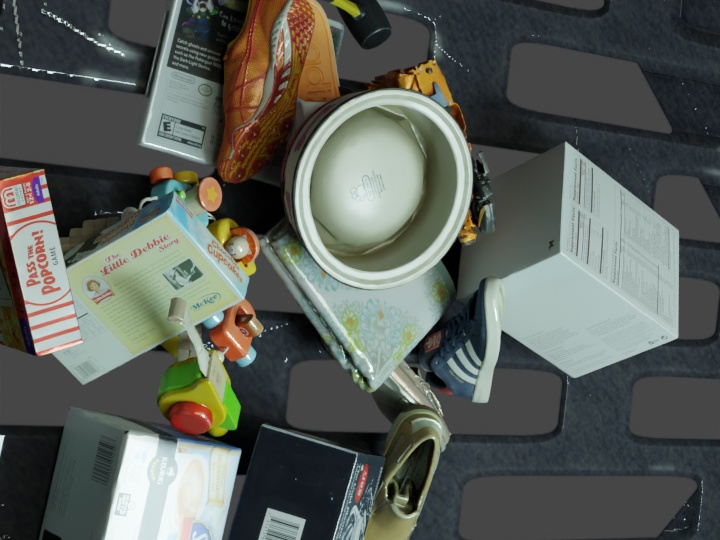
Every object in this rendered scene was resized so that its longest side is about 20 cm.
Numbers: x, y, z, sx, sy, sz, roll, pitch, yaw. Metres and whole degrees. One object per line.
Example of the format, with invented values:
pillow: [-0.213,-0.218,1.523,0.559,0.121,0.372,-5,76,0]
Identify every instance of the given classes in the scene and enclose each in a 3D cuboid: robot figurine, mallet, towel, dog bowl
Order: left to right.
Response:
mallet: [-0.032,-0.280,1.627,0.041,0.066,0.200,-35,155,16]
towel: [0.000,0.000,1.699,0.171,0.048,0.200,-44,105,-37]
dog bowl: [0.009,-0.086,1.611,0.199,0.074,0.201,-8,108,-26]
robot figurine: [0.075,-0.118,1.720,0.058,0.145,0.201,-23,99,-24]

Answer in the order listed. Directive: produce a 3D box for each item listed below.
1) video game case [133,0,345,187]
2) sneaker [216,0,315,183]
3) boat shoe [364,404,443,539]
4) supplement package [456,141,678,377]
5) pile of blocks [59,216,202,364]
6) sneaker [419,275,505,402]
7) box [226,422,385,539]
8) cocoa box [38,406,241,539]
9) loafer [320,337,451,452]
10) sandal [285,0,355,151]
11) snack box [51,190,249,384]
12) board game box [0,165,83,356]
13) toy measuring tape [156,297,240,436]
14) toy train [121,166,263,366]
video game case: [-0.119,-0.190,1.646,0.199,0.023,0.183,15,87,-34]
sneaker: [-0.103,-0.184,1.611,0.073,0.077,0.201,4,108,-55]
boat shoe: [0.038,0.243,1.728,0.071,0.076,0.201,10,113,-12]
supplement package: [0.231,-0.008,1.796,0.200,0.152,0.151,33,49,-32]
pile of blocks: [-0.221,0.016,1.585,0.200,0.082,0.062,53,24,-36]
sneaker: [0.106,0.075,1.742,0.084,0.200,0.075,9,52,3]
box: [-0.060,0.264,1.627,0.104,0.182,0.201,15,86,11]
cocoa box: [-0.217,0.246,1.555,0.131,0.133,0.201,14,87,-35]
loafer: [0.040,0.114,1.760,0.200,0.072,0.063,48,62,-25]
sandal: [-0.038,-0.176,1.642,0.079,0.059,0.208,-14,96,-32]
snack box: [-0.217,0.019,1.511,0.116,0.199,0.037,51,25,-27]
board game box: [-0.317,-0.015,1.422,0.046,0.200,0.152,-18,104,-31]
toy measuring tape: [-0.167,0.096,1.522,0.074,0.073,0.200,-47,144,-21]
toy train: [-0.143,-0.011,1.584,0.200,0.055,0.150,55,31,-27]
